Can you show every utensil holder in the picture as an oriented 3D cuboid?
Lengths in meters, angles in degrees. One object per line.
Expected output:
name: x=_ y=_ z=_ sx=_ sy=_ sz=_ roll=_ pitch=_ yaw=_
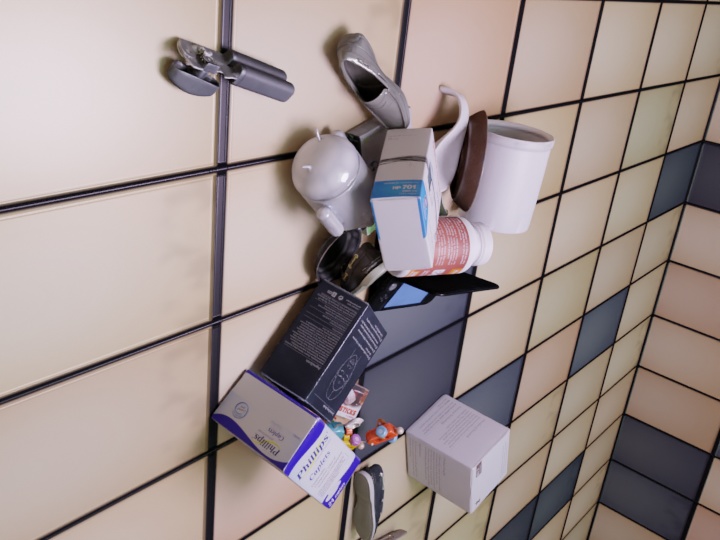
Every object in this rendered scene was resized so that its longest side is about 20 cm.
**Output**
utensil holder: x=0.300 y=-0.199 z=1.606 sx=0.170 sy=0.169 sz=0.201 roll=-17 pitch=126 yaw=-48

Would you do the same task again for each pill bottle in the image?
pill bottle: x=0.147 y=-0.047 z=1.445 sx=0.199 sy=0.112 sz=0.113 roll=-3 pitch=114 yaw=-28

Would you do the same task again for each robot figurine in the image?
robot figurine: x=-0.038 y=-0.142 z=1.229 sx=0.200 sy=0.112 sz=0.171 roll=48 pitch=41 yaw=-54

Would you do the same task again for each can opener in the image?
can opener: x=-0.178 y=-0.263 z=1.042 sx=0.067 sy=0.053 sz=0.200 roll=-43 pitch=154 yaw=25

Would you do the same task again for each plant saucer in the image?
plant saucer: x=0.210 y=-0.218 z=1.504 sx=0.200 sy=0.034 sz=0.202 roll=-172 pitch=-90 yaw=-85

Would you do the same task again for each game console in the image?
game console: x=0.141 y=0.053 z=1.513 sx=0.199 sy=0.117 sz=0.176 roll=-4 pitch=142 yaw=-45

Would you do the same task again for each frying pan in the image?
frying pan: x=-0.022 y=-0.061 z=1.334 sx=0.191 sy=0.031 sz=0.115 roll=-58 pitch=158 yaw=13

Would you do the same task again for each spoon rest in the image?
spoon rest: x=0.166 y=-0.249 z=1.459 sx=0.099 sy=0.060 sz=0.201 roll=6 pitch=94 yaw=-53

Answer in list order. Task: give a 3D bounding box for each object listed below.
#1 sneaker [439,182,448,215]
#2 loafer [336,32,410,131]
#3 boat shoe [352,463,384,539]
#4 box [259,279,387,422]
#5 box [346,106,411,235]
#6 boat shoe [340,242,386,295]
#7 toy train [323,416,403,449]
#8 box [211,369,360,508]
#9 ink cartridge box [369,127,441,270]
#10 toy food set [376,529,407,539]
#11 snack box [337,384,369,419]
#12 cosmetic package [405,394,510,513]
sneaker: x=0.147 y=-0.094 z=1.543 sx=0.090 sy=0.067 sz=0.201 roll=-36 pitch=133 yaw=-29
loafer: x=0.020 y=-0.292 z=1.238 sx=0.200 sy=0.070 sz=0.070 roll=47 pitch=42 yaw=-40
boat shoe: x=0.026 y=0.537 z=1.750 sx=0.060 sy=0.075 sz=0.201 roll=-21 pitch=127 yaw=-39
box: x=-0.060 y=0.145 z=1.357 sx=0.200 sy=0.107 sz=0.149 roll=-56 pitch=154 yaw=-14
box: x=0.040 y=-0.183 z=1.380 sx=0.144 sy=0.036 sz=0.201 roll=-36 pitch=134 yaw=-36
boat shoe: x=0.000 y=0.000 z=1.348 sx=0.072 sy=0.061 sz=0.201 roll=-37 pitch=178 yaw=-21
toy train: x=-0.011 y=0.320 z=1.548 sx=0.150 sy=0.056 sz=0.200 roll=-27 pitch=148 yaw=17
box: x=-0.124 y=0.290 z=1.307 sx=0.105 sy=0.183 sz=0.200 roll=-53 pitch=144 yaw=-16
ink cartridge box: x=0.079 y=-0.121 z=1.257 sx=0.201 sy=0.085 sz=0.147 roll=-75 pitch=158 yaw=-46
toy food set: x=0.048 y=0.762 z=1.925 sx=0.143 sy=0.060 sz=0.201 roll=-4 pitch=112 yaw=-53
snack box: x=-0.051 y=0.248 z=1.519 sx=0.072 sy=0.024 sz=0.200 roll=-61 pitch=146 yaw=-4
cosmetic package: x=0.239 y=0.447 z=1.872 sx=0.165 sy=0.199 sz=0.166 roll=-36 pitch=136 yaw=-36
